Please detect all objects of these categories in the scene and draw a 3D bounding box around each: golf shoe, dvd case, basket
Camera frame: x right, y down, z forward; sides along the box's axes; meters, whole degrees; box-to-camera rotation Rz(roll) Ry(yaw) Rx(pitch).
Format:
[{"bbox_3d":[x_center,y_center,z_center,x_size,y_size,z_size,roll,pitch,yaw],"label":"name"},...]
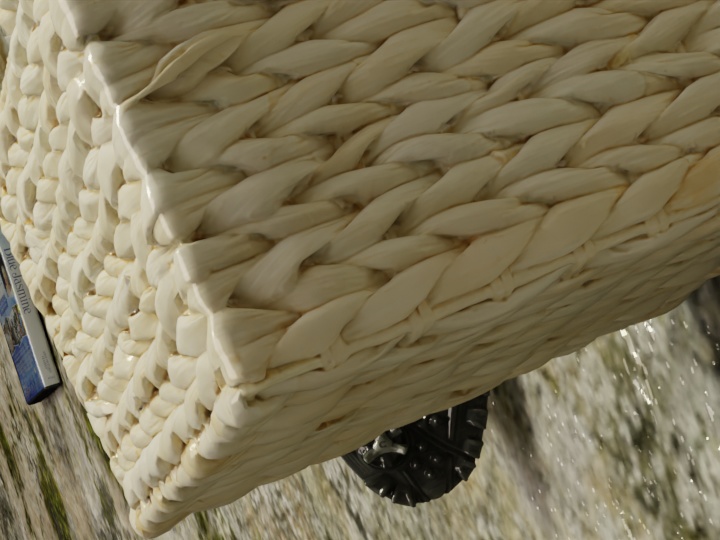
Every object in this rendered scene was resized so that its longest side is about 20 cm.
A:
[{"bbox_3d":[0.000,0.000,0.823,0.094,0.078,0.200,71,179,-74],"label":"golf shoe"},{"bbox_3d":[-0.313,0.018,1.857,0.143,0.018,0.200,148,104,-73],"label":"dvd case"},{"bbox_3d":[0.007,-0.051,0.535,0.161,0.200,0.198,64,162,9],"label":"basket"}]
